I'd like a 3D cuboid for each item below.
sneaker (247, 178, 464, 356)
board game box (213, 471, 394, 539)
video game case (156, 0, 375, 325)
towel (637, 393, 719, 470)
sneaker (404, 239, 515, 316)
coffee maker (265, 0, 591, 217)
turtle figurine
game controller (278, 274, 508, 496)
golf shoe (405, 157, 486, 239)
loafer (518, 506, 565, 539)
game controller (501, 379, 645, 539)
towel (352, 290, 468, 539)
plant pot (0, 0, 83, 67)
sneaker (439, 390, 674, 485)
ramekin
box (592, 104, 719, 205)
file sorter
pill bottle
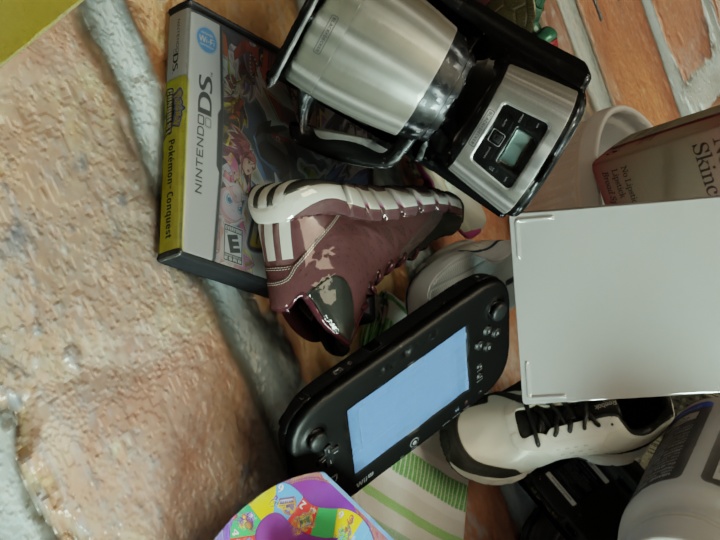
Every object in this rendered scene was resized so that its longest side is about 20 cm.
[{"bbox_3d":[0.000,0.000,0.826,0.198,0.075,0.118,0,87,-46],"label":"sneaker"},{"bbox_3d":[-0.021,0.227,0.730,0.200,0.039,0.159,49,65,-32],"label":"board game box"},{"bbox_3d":[-0.059,-0.070,0.839,0.199,0.025,0.184,20,62,-47],"label":"video game case"},{"bbox_3d":[0.267,0.137,1.078,0.193,0.198,0.035,-50,156,-48],"label":"towel"},{"bbox_3d":[0.075,0.017,0.939,0.199,0.070,0.074,-14,100,-60],"label":"sneaker"},{"bbox_3d":[0.054,-0.147,0.824,0.198,0.135,0.193,30,44,-7],"label":"coffee maker"},{"bbox_3d":[0.139,-0.254,1.059,0.202,0.149,0.100,60,32,2],"label":"turtle figurine"},{"bbox_3d":[0.028,0.083,0.804,0.199,0.042,0.105,-32,128,-27],"label":"game controller"},{"bbox_3d":[0.068,-0.123,0.954,0.202,0.091,0.075,62,2,-18],"label":"golf shoe"},{"bbox_3d":[0.191,0.225,1.018,0.073,0.072,0.201,57,41,-23],"label":"loafer"},{"bbox_3d":[0.183,0.171,0.973,0.103,0.042,0.200,-26,62,-29],"label":"game controller"},{"bbox_3d":[0.043,0.135,0.901,0.152,0.023,0.203,37,51,-40],"label":"towel"},{"bbox_3d":[-0.187,-0.267,0.620,0.200,0.193,0.197,41,48,-28],"label":"plant pot"},{"bbox_3d":[0.155,0.115,0.919,0.197,0.080,0.075,-5,65,-22],"label":"sneaker"},{"bbox_3d":[0.230,-0.047,1.135,0.199,0.104,0.203,23,60,-46],"label":"ramekin"},{"bbox_3d":[0.320,-0.073,1.008,0.109,0.198,0.129,-31,102,-52],"label":"box"},{"bbox_3d":[0.217,0.014,0.903,0.125,0.197,0.141,-45,130,-80],"label":"file sorter"},{"bbox_3d":[0.253,0.184,0.859,0.200,0.113,0.115,-37,107,-55],"label":"pill bottle"}]
